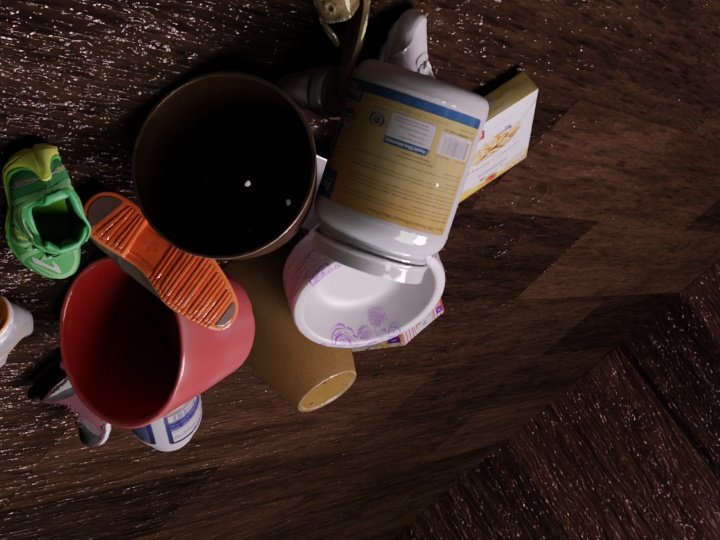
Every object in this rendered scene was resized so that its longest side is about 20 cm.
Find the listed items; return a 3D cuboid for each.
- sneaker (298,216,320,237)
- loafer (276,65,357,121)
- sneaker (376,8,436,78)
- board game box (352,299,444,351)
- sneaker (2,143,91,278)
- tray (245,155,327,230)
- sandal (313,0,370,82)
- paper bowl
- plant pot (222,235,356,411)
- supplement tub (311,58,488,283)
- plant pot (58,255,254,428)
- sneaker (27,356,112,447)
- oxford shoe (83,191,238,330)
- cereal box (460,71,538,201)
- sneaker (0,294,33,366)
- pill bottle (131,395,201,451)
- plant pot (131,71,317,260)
[{"bbox_3d":[-0.027,-0.066,1.414,0.085,0.077,0.200,-60,153,8],"label":"sneaker"},{"bbox_3d":[-0.022,-0.199,1.155,0.200,0.062,0.073,-7,106,-64],"label":"loafer"},{"bbox_3d":[0.069,-0.187,1.156,0.078,0.099,0.202,-33,130,-64],"label":"sneaker"},{"bbox_3d":[0.007,0.080,1.574,0.199,0.047,0.151,-10,-168,30],"label":"board game box"},{"bbox_3d":[-0.315,-0.041,1.038,0.074,0.084,0.200,-25,156,-20],"label":"sneaker"},{"bbox_3d":[-0.052,-0.097,1.281,0.199,0.022,0.107,21,127,-37],"label":"tray"},{"bbox_3d":[-0.019,-0.285,1.003,0.069,0.078,0.213,9,134,-14],"label":"sandal"},{"bbox_3d":[0.000,0.000,1.314,0.199,0.105,0.201,-12,141,-10],"label":"paper bowl"},{"bbox_3d":[-0.093,0.086,1.434,0.185,0.201,0.187,-28,156,-14],"label":"plant pot"},{"bbox_3d":[0.036,-0.101,1.061,0.144,0.144,0.202,5,105,-56],"label":"supplement tub"},{"bbox_3d":[-0.234,0.074,1.258,0.200,0.201,0.177,-45,163,26],"label":"plant pot"},{"bbox_3d":[-0.391,0.171,1.385,0.115,0.076,0.201,-11,138,-33],"label":"sneaker"},{"bbox_3d":[-0.216,-0.009,1.120,0.071,0.200,0.073,-50,-169,-18],"label":"oxford shoe"},{"bbox_3d":[0.176,-0.180,1.453,0.143,0.040,0.200,-34,161,-8],"label":"cereal box"},{"bbox_3d":[-0.450,0.107,1.167,0.199,0.076,0.092,-36,161,7],"label":"sneaker"},{"bbox_3d":[-0.286,0.189,1.491,0.110,0.111,0.200,-26,156,-18],"label":"pill bottle"},{"bbox_3d":[-0.123,-0.089,1.107,0.186,0.188,0.200,-34,169,1],"label":"plant pot"}]
